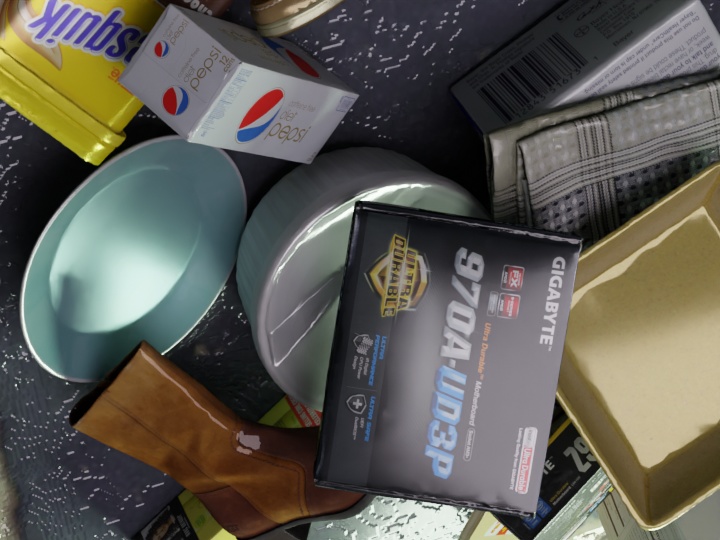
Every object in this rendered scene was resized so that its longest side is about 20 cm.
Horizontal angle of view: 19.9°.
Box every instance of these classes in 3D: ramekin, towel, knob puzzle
[{"bbox_3d":[0.000,0.000,1.521,0.202,0.094,0.203,-14,125,-20],"label":"ramekin"},{"bbox_3d":[0.187,-0.038,1.495,0.200,0.035,0.193,-16,124,-12],"label":"towel"},{"bbox_3d":[0.138,0.161,1.671,0.220,0.030,0.220,-40,161,-17],"label":"knob puzzle"}]

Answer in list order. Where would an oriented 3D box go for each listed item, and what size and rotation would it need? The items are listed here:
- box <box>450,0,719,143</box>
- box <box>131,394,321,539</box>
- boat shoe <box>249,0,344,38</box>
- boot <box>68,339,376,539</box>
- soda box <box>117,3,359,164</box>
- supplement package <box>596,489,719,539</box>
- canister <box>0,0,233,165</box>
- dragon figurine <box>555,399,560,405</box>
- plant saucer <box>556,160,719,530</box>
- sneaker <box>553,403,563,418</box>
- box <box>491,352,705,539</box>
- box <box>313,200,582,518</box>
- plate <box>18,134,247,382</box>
[{"bbox_3d":[0.200,-0.102,1.547,0.184,0.105,0.200,-36,126,2],"label":"box"},{"bbox_3d":[-0.085,0.176,1.605,0.200,0.075,0.050,-42,125,5],"label":"box"},{"bbox_3d":[-0.008,-0.240,1.396,0.200,0.074,0.066,-46,117,-14],"label":"boat shoe"},{"bbox_3d":[-0.083,0.106,1.487,0.200,0.069,0.188,39,131,-19],"label":"boot"},{"bbox_3d":[-0.077,-0.122,1.374,0.064,0.068,0.200,-54,162,11],"label":"soda box"},{"bbox_3d":[0.317,0.196,1.727,0.200,0.156,0.111,-3,142,-22],"label":"supplement package"},{"bbox_3d":[-0.164,-0.190,1.351,0.200,0.087,0.148,-48,126,6],"label":"canister"},{"bbox_3d":[0.098,0.095,1.544,0.099,0.059,0.200,-46,159,18],"label":"dragon figurine"},{"bbox_3d":[0.230,0.053,1.486,0.200,0.048,0.200,-34,98,-4],"label":"plant saucer"},{"bbox_3d":[0.114,0.111,1.664,0.200,0.078,0.090,-29,158,-16],"label":"sneaker"},{"bbox_3d":[0.190,0.132,1.596,0.200,0.049,0.160,-47,166,1],"label":"box"},{"bbox_3d":[0.059,0.061,1.424,0.159,0.046,0.200,9,97,-3],"label":"box"},{"bbox_3d":[-0.164,-0.011,1.461,0.200,0.026,0.200,-29,138,-30],"label":"plate"}]
